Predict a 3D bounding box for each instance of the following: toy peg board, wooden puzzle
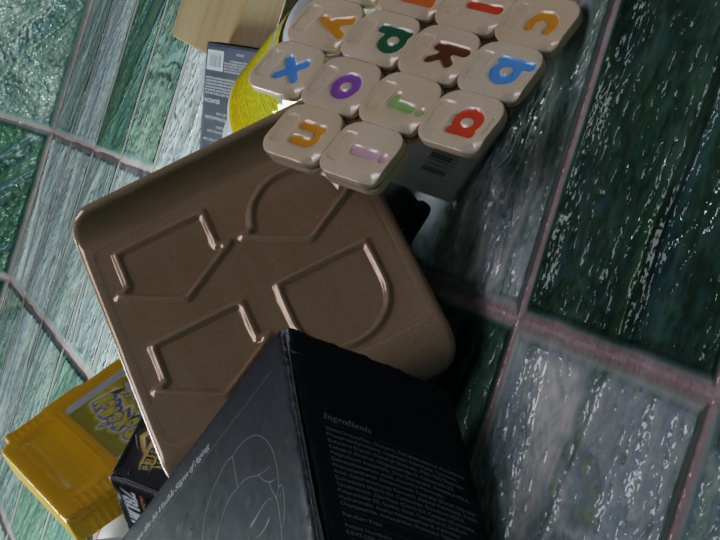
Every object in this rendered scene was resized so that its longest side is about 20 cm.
[{"bbox_3d":[-0.059,-0.272,1.731,0.199,0.097,0.202,33,108,57],"label":"toy peg board"},{"bbox_3d":[-0.059,0.015,1.180,0.201,0.184,0.046,64,179,28],"label":"wooden puzzle"}]

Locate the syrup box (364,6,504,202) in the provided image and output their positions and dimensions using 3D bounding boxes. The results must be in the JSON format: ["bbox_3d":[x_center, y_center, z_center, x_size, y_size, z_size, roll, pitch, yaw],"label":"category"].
[{"bbox_3d":[0.040,-0.151,1.274,0.079,0.081,0.201,125,155,-43],"label":"syrup box"}]

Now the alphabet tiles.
[{"bbox_3d":[0.031,-0.130,1.171,0.195,0.015,0.200,19,63,41],"label":"alphabet tiles"}]

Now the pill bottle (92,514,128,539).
[{"bbox_3d":[-0.149,0.198,1.498,0.200,0.111,0.113,-108,38,-62],"label":"pill bottle"}]

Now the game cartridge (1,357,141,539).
[{"bbox_3d":[-0.169,0.112,1.506,0.199,0.033,0.176,-34,27,-17],"label":"game cartridge"}]

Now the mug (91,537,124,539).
[{"bbox_3d":[-0.139,0.268,1.193,0.200,0.147,0.177,50,-157,-60],"label":"mug"}]

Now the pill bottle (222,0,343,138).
[{"bbox_3d":[-0.032,-0.124,1.424,0.200,0.112,0.113,142,141,-62],"label":"pill bottle"}]

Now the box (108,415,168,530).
[{"bbox_3d":[-0.086,0.105,1.278,0.199,0.049,0.201,86,-155,-57],"label":"box"}]

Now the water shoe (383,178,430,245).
[{"bbox_3d":[0.000,0.000,1.318,0.079,0.072,0.200,-44,-2,-22],"label":"water shoe"}]

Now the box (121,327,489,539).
[{"bbox_3d":[-0.033,0.179,1.051,0.200,0.123,0.197,-52,33,29],"label":"box"}]

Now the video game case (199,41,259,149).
[{"bbox_3d":[-0.102,-0.087,1.651,0.143,0.019,0.202,19,107,60],"label":"video game case"}]
